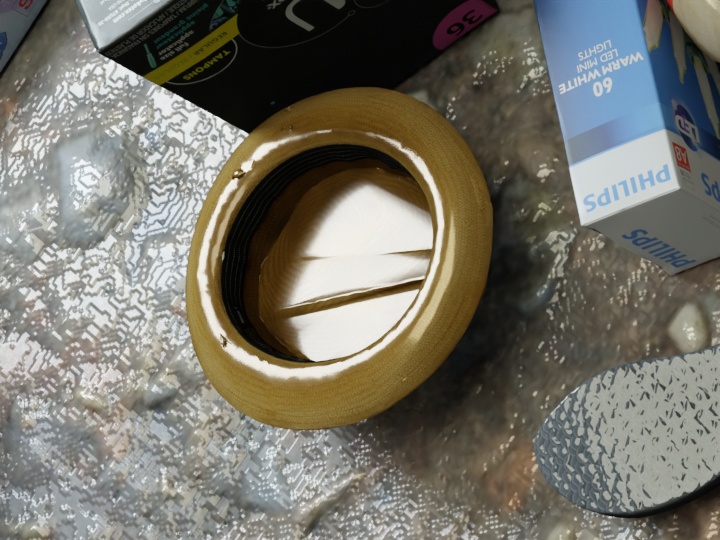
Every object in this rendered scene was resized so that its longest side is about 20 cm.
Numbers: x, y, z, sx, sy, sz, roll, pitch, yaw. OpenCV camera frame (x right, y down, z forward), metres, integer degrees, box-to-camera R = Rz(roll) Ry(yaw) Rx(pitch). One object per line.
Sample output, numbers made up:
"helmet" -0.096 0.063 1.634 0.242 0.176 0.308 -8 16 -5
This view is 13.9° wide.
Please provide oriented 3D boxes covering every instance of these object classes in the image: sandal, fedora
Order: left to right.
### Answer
"fedora" 0.000 0.000 1.569 0.200 0.082 0.202 -12 69 34
"sandal" 0.183 0.068 1.468 0.199 0.043 0.076 -25 71 12

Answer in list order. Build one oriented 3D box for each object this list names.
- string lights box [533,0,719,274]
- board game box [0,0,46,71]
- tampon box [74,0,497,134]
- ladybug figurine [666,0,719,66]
"string lights box" 0.139 -0.109 1.504 0.059 0.103 0.201 -22 66 25
"board game box" -0.279 -0.193 1.820 0.199 0.041 0.200 37 96 34
"tampon box" -0.051 -0.173 1.580 0.150 0.200 0.127 -35 61 19
"ladybug figurine" 0.197 -0.179 1.488 0.072 0.135 0.201 131 142 -57
